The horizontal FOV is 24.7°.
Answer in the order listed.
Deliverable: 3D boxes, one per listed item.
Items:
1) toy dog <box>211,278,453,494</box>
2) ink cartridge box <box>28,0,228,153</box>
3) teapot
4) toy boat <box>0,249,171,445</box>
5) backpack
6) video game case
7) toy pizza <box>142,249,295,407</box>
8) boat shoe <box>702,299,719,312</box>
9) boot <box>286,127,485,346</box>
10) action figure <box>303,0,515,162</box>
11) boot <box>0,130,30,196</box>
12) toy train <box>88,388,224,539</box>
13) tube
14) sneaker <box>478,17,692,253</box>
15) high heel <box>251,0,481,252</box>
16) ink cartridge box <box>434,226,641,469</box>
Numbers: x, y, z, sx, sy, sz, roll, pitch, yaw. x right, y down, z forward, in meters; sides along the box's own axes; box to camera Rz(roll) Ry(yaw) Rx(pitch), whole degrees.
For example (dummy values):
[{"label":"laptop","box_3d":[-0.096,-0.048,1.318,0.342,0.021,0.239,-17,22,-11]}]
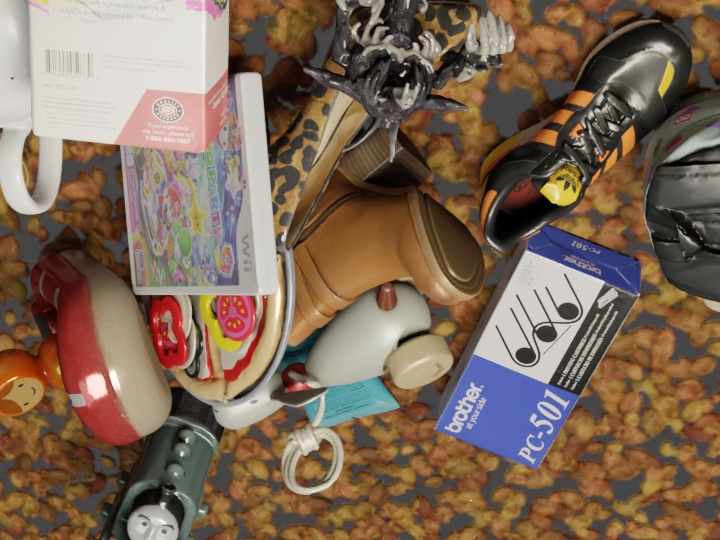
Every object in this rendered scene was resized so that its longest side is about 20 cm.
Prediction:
[{"label":"toy dog","box_3d":[-0.024,0.059,1.233,0.200,0.132,0.096,-43,151,-4]},{"label":"ink cartridge box","box_3d":[-0.142,-0.183,1.015,0.115,0.068,0.202,7,113,7]},{"label":"teapot","box_3d":[-0.244,-0.167,1.119,0.199,0.147,0.197,35,126,-17]},{"label":"toy boat","box_3d":[-0.229,0.070,1.254,0.130,0.200,0.132,-25,110,-17]},{"label":"backpack","box_3d":[0.291,-0.052,1.115,0.197,0.127,0.169,-2,115,14]},{"label":"video game case","box_3d":[-0.117,-0.055,1.144,0.199,0.018,0.145,-1,94,58]},{"label":"toy pizza","box_3d":[-0.117,0.002,1.212,0.031,0.201,0.201,-7,142,-39]},{"label":"boat shoe","box_3d":[0.345,0.005,1.187,0.197,0.073,0.065,1,137,13]},{"label":"boot","box_3d":[0.000,0.000,1.153,0.155,0.201,0.074,-43,123,13]},{"label":"action figure","box_3d":[0.034,-0.167,1.043,0.117,0.102,0.203,11,98,-13]},{"label":"boot","box_3d":[-0.352,-0.077,1.210,0.200,0.145,0.071,31,128,-14]},{"label":"toy train","box_3d":[-0.164,0.184,1.350,0.084,0.200,0.115,22,114,-4]},{"label":"tube","box_3d":[-0.042,0.055,1.317,0.077,0.051,0.201,-14,128,20]},{"label":"sneaker","box_3d":[0.155,-0.085,1.138,0.070,0.090,0.200,36,126,-17]},{"label":"high heel","box_3d":[0.003,-0.098,1.117,0.198,0.144,0.071,-21,149,14]},{"label":"ink cartridge box","box_3d":[0.136,0.062,1.284,0.093,0.044,0.201,21,129,-3]}]
